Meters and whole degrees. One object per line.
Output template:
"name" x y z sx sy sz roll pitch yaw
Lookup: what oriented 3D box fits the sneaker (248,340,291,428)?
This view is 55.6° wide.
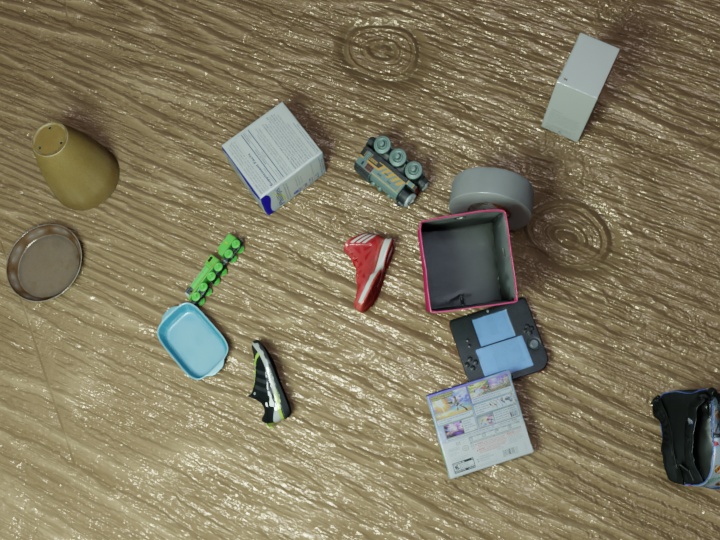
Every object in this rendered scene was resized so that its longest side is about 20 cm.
"sneaker" -0.227 0.261 1.571 0.081 0.072 0.204 -23 72 -3

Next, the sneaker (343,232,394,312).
"sneaker" 0.000 0.000 1.651 0.113 0.079 0.203 17 61 18

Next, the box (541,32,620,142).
"box" 0.539 -0.447 1.686 0.104 0.201 0.155 26 75 12

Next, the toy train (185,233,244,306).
"toy train" -0.362 -0.003 1.685 0.056 0.042 0.202 30 76 23

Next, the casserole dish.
"casserole dish" -0.396 0.171 1.629 0.121 0.039 0.200 -43 74 -10

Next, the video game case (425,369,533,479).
"video game case" 0.261 0.338 1.511 0.194 0.045 0.186 -16 84 -2

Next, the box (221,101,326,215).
"box" -0.217 -0.282 1.732 0.198 0.105 0.185 -36 73 -9

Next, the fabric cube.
"fabric cube" 0.233 -0.016 1.539 0.190 0.199 0.207 -7 87 4

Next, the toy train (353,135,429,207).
"toy train" 0.076 -0.249 1.719 0.199 0.085 0.115 40 90 13

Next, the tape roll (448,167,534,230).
"tape roll" 0.308 -0.165 1.608 0.194 0.201 0.068 10 72 7

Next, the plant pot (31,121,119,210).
"plant pot" -0.734 -0.280 1.715 0.180 0.201 0.192 -1 71 4

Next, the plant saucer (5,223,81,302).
"plant saucer" -0.790 -0.016 1.719 0.194 0.035 0.206 -1 72 4

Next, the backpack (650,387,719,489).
"backpack" 0.715 0.356 1.430 0.150 0.200 0.196 13 75 -6

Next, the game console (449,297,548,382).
"game console" 0.321 0.171 1.586 0.194 0.031 0.181 -16 72 -2
